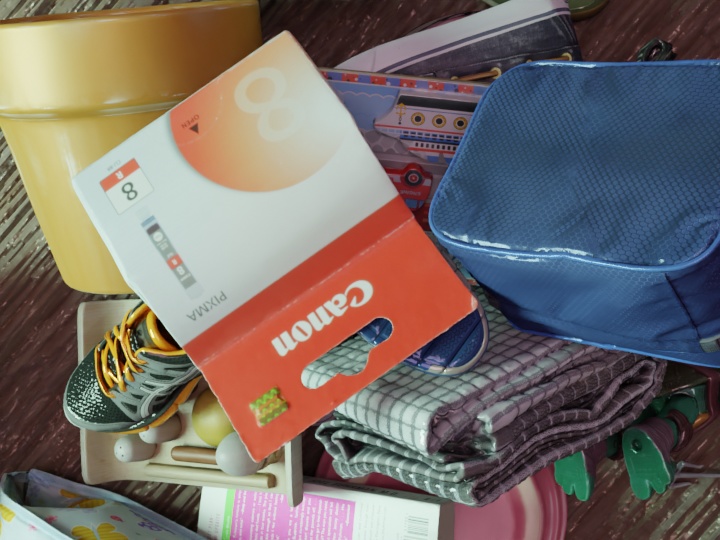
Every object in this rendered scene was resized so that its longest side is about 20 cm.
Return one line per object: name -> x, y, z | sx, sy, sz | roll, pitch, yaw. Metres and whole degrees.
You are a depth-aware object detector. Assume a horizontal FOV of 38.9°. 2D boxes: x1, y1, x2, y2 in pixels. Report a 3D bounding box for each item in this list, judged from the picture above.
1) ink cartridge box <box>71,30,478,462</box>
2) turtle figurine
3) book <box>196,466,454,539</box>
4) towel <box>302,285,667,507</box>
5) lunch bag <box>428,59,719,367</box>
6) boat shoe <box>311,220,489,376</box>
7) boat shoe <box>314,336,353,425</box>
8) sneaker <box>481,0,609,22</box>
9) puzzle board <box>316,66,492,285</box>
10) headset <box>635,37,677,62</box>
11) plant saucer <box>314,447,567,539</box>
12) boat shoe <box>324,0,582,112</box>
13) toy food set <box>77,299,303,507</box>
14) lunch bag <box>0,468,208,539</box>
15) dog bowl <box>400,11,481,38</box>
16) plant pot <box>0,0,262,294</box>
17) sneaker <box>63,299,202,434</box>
ink cartridge box -> -0.054, -0.018, 0.591 | 0.162, 0.050, 0.200 | -35, 68, -1
turtle figurine -> 0.239, 0.109, 0.739 | 0.199, 0.150, 0.101 | -13, 69, -36
book -> -0.031, 0.220, 0.743 | 0.199, 0.048, 0.134 | 3, 89, 29
towel -> 0.080, 0.079, 0.680 | 0.199, 0.165, 0.086 | -25, 108, -31
lunch bag -> 0.145, -0.028, 0.588 | 0.199, 0.132, 0.136 | 12, 66, 41
boat shoe -> 0.000, 0.000, 0.643 | 0.200, 0.072, 0.072 | 39, 79, 21
boat shoe -> -0.048, 0.021, 0.770 | 0.073, 0.067, 0.201 | -8, 91, 3
sneaker -> 0.096, -0.240, 0.746 | 0.199, 0.090, 0.067 | 22, 92, 1
puzzle board -> 0.015, -0.059, 0.686 | 0.199, 0.017, 0.151 | 6, 125, 2
headset -> 0.224, -0.065, 0.706 | 0.200, 0.123, 0.094 | 39, 88, -36
plant saucer -> 0.060, 0.185, 0.778 | 0.199, 0.051, 0.202 | 0, 91, 1
boat shoe -> 0.058, -0.114, 0.687 | 0.199, 0.071, 0.091 | -21, 90, 2
toy food set -> -0.128, 0.093, 0.748 | 0.199, 0.060, 0.144 | -1, 91, 29
lunch bag -> -0.207, 0.255, 0.753 | 0.199, 0.127, 0.171 | 15, 91, 29
dog bowl -> 0.088, -0.099, 0.759 | 0.199, 0.074, 0.201 | 0, 91, 2
plant pot -> -0.161, -0.089, 0.720 | 0.199, 0.200, 0.184 | -4, 106, 2
sneaker -> -0.138, 0.050, 0.692 | 0.200, 0.077, 0.079 | -33, 67, 23
